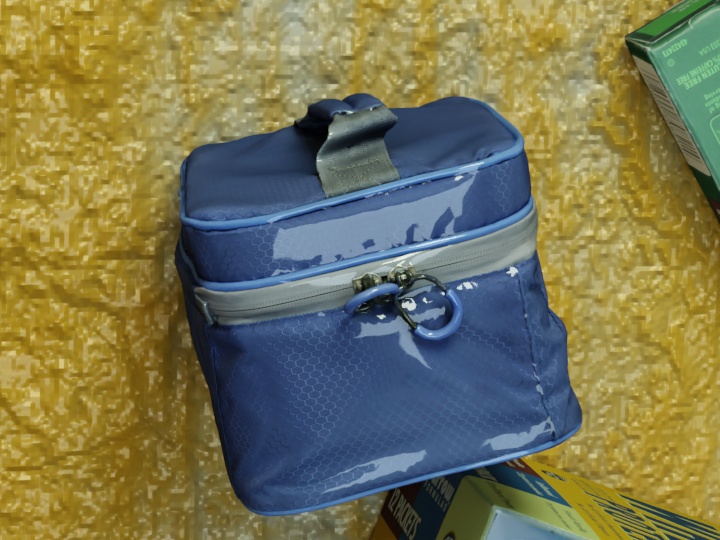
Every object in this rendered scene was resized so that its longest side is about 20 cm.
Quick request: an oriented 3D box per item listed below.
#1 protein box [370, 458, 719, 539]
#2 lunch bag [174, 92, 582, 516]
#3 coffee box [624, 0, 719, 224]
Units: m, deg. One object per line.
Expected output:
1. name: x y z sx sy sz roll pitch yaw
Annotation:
1. protein box: 0.089 0.199 1.045 0.198 0.135 0.200 20 96 -15
2. lunch bag: 0.000 0.000 0.955 0.136 0.200 0.132 -14 101 -4
3. coffee box: 0.209 -0.041 1.071 0.123 0.044 0.200 -32 105 -4
